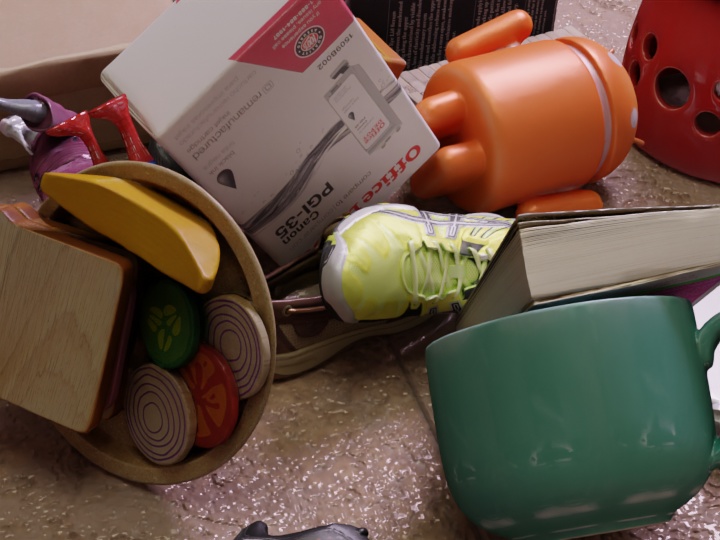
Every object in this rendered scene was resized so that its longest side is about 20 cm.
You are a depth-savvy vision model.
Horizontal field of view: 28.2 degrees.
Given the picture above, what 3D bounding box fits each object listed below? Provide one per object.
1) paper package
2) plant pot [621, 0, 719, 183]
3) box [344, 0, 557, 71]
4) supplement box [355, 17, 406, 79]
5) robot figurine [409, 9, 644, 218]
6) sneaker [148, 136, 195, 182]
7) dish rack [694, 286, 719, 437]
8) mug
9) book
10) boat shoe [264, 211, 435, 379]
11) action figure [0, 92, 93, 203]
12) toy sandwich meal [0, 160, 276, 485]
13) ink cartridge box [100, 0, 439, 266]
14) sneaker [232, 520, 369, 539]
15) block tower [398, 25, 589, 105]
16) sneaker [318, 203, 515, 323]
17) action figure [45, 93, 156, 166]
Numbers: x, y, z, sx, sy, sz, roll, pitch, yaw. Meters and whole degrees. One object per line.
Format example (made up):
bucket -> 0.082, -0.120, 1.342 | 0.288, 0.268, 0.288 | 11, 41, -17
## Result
paper package -> -0.246, -0.189, 1.119 | 0.188, 0.104, 0.201 | -13, 54, -20
plant pot -> 0.314, -0.193, 1.152 | 0.197, 0.184, 0.202 | 1, 37, -1
box -> 0.052, -0.238, 1.244 | 0.197, 0.105, 0.149 | -9, 39, -16
supplement box -> -0.056, -0.150, 1.048 | 0.199, 0.067, 0.069 | -3, 42, -51
robot figurine -> 0.124, -0.113, 1.076 | 0.198, 0.118, 0.144 | -16, 42, -25
sneaker -> -0.094, -0.101, 1.055 | 0.084, 0.075, 0.200 | 20, 26, 9
dish rack -> 0.275, 0.055, 0.934 | 0.170, 0.044, 0.200 | 20, 41, 19
mug -> 0.127, 0.083, 0.774 | 0.151, 0.184, 0.116 | 1, 76, -39
book -> 0.137, 0.015, 0.838 | 0.132, 0.200, 0.049 | -6, 75, -8
boat shoe -> 0.000, 0.000, 0.953 | 0.198, 0.073, 0.072 | -24, 45, -32
action figure -> -0.187, -0.062, 0.966 | 0.147, 0.135, 0.201 | -11, 42, -21
toy sandwich meal -> -0.141, 0.031, 0.801 | 0.203, 0.208, 0.070 | 22, 19, 23
ink cartridge box -> -0.051, -0.105, 0.944 | 0.146, 0.200, 0.083 | -44, 52, -1
sneaker -> 0.007, 0.178, 0.722 | 0.198, 0.072, 0.098 | 12, 40, 13
block tower -> 0.108, -0.144, 1.169 | 0.198, 0.055, 0.058 | -18, 42, -26
sneaker -> 0.057, -0.008, 0.921 | 0.198, 0.077, 0.076 | -11, 9, -41
action figure -> -0.127, -0.001, 0.864 | 0.065, 0.202, 0.052 | -17, 14, 33
